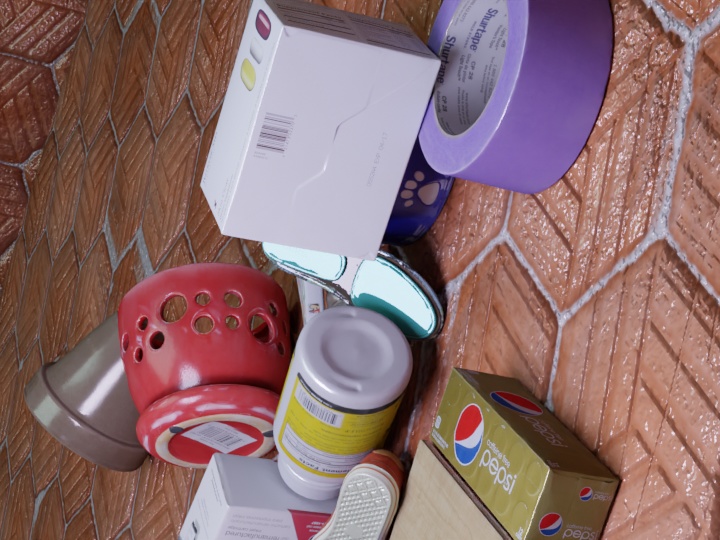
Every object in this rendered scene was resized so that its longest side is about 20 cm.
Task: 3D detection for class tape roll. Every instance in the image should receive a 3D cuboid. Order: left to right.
[{"bbox_3d":[0.129,-0.172,1.381,0.200,0.084,0.202,-169,90,-68],"label":"tape roll"}]

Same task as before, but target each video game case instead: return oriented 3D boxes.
[{"bbox_3d":[-0.060,-0.043,1.698,0.200,0.023,0.183,-104,10,-60],"label":"video game case"}]

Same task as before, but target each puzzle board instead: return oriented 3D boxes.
[{"bbox_3d":[0.072,0.257,1.398,0.200,0.017,0.152,-134,57,-64],"label":"puzzle board"}]

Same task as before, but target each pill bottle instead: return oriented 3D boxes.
[{"bbox_3d":[-0.024,0.134,1.530,0.201,0.110,0.112,109,159,-49],"label":"pill bottle"}]

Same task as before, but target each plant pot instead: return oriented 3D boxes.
[{"bbox_3d":[-0.346,0.154,2.251,0.175,0.200,0.200,-54,28,11],"label":"plant pot"},{"bbox_3d":[-0.175,0.117,1.819,0.201,0.199,0.184,-50,39,49],"label":"plant pot"}]

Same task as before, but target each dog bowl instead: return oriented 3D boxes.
[{"bbox_3d":[0.027,-0.128,1.610,0.200,0.078,0.202,-168,90,-67],"label":"dog bowl"}]

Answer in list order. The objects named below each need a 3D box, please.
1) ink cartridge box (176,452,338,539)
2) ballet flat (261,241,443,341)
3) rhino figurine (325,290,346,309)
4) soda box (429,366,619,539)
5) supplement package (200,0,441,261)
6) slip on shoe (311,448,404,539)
[{"bbox_3d":[-0.109,0.295,1.639,0.083,0.146,0.201,-114,40,-52],"label":"ink cartridge box"},{"bbox_3d":[0.000,0.000,1.542,0.074,0.199,0.074,-55,-12,-17],"label":"ballet flat"},{"bbox_3d":[-0.006,0.029,1.630,0.201,0.059,0.088,-105,21,-50],"label":"rhino figurine"},{"bbox_3d":[0.125,0.147,1.261,0.200,0.064,0.068,-135,60,-63],"label":"soda box"},{"bbox_3d":[-0.041,-0.131,1.458,0.111,0.155,0.201,-121,46,-60],"label":"supplement package"},{"bbox_3d":[-0.004,0.250,1.532,0.061,0.074,0.201,-50,-15,-52],"label":"slip on shoe"}]
